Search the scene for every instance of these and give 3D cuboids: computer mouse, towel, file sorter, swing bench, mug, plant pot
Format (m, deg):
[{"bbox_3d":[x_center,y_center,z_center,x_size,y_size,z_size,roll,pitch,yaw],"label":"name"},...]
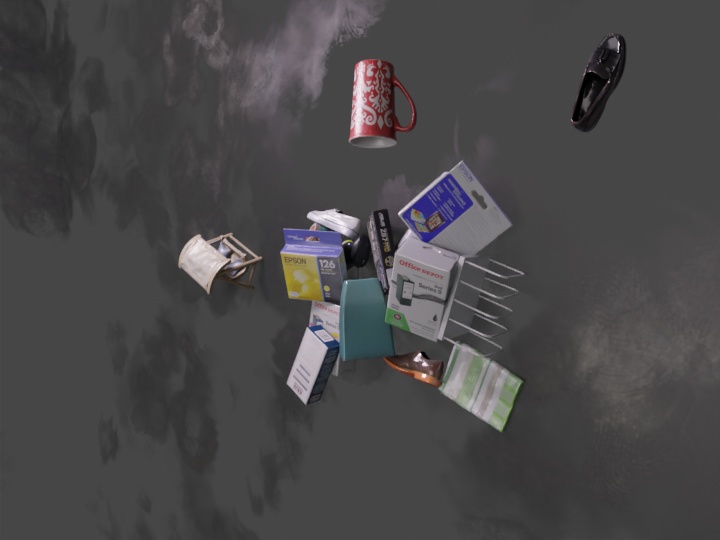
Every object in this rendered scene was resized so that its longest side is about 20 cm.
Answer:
[{"bbox_3d":[0.000,0.000,1.713,0.034,0.058,0.206,21,115,38],"label":"computer mouse"},{"bbox_3d":[0.291,0.284,1.498,0.198,0.030,0.153,30,112,36],"label":"towel"},{"bbox_3d":[0.288,0.081,1.422,0.123,0.137,0.205,23,107,35],"label":"file sorter"},{"bbox_3d":[-0.471,-0.027,2.041,0.197,0.197,0.133,33,112,34],"label":"swing bench"},{"bbox_3d":[0.055,-0.443,1.633,0.133,0.172,0.207,172,99,-77],"label":"mug"},{"bbox_3d":[0.008,0.125,1.628,0.141,0.137,0.206,178,87,-84],"label":"plant pot"}]

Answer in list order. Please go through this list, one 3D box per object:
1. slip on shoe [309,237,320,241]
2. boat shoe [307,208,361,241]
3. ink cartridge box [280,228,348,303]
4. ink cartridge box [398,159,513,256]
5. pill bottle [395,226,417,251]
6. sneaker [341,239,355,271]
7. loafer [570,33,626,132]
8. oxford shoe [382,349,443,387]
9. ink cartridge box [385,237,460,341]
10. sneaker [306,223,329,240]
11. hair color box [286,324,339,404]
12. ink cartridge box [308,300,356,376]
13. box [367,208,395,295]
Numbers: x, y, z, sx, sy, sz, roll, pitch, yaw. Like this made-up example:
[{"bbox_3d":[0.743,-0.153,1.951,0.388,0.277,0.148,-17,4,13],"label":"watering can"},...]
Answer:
[{"bbox_3d":[-0.123,-0.044,1.762,0.200,0.060,0.077,-44,72,34],"label":"slip on shoe"},{"bbox_3d":[-0.071,-0.145,1.781,0.197,0.073,0.068,26,84,34],"label":"boat shoe"},{"bbox_3d":[-0.131,-0.010,1.710,0.193,0.047,0.205,5,119,28],"label":"ink cartridge box"},{"bbox_3d":[0.223,-0.123,1.429,0.199,0.044,0.199,-38,102,19],"label":"ink cartridge box"},{"bbox_3d":[0.180,-0.101,1.528,0.107,0.105,0.201,52,122,26],"label":"pill bottle"},{"bbox_3d":[-0.069,-0.008,1.756,0.074,0.081,0.200,42,125,0],"label":"sneaker"},{"bbox_3d":[0.493,-0.391,1.266,0.071,0.062,0.205,29,110,36],"label":"loafer"},{"bbox_3d":[0.142,0.244,1.613,0.197,0.071,0.075,16,81,43],"label":"oxford shoe"},{"bbox_3d":[0.145,0.045,1.447,0.143,0.084,0.205,18,124,19],"label":"ink cartridge box"},{"bbox_3d":[-0.141,-0.070,1.834,0.200,0.078,0.073,-38,31,57],"label":"sneaker"},{"bbox_3d":[-0.135,0.269,1.741,0.100,0.060,0.204,39,118,33],"label":"hair color box"},{"bbox_3d":[-0.078,0.185,1.780,0.143,0.086,0.206,18,103,39],"label":"ink cartridge box"},{"bbox_3d":[0.061,-0.043,1.610,0.161,0.048,0.206,119,140,-79],"label":"box"}]
